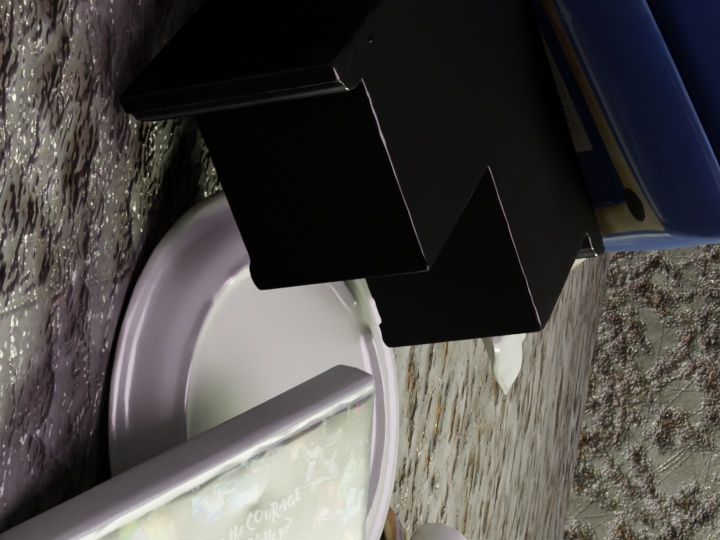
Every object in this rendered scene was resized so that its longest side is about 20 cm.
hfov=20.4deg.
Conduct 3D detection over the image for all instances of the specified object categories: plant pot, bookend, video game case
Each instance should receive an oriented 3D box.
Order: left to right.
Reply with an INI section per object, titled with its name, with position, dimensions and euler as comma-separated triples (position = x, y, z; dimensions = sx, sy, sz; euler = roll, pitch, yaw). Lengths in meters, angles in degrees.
[video game case]
position = -0.064, 0.149, 0.760
dimensions = 0.200, 0.023, 0.182
euler = -24, 124, -50
[bookend]
position = 0.013, -0.038, 0.831
dimensions = 0.200, 0.092, 0.199
euler = 69, 29, -27
[plant pot]
position = 0.161, -0.116, 0.944
dimensions = 0.200, 0.179, 0.200
euler = 65, -11, -5

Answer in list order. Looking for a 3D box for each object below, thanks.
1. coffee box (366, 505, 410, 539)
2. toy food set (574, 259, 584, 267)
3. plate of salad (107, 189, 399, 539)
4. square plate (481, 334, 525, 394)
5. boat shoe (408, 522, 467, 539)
[coffee box]
position = -0.025, 0.173, 0.998
dimensions = 0.200, 0.079, 0.115
euler = 67, 32, -69
[toy food set]
position = 0.070, -0.083, 1.075
dimensions = 0.143, 0.060, 0.201
euler = -29, 102, -62
[plate of salad]
position = -0.047, 0.064, 0.846
dimensions = 0.200, 0.048, 0.201
euler = 7, 82, -54
[square plate]
position = 0.058, -0.035, 1.159
dimensions = 0.200, 0.028, 0.199
euler = 63, 9, -78
[boat shoe]
position = 0.056, 0.176, 1.016
dimensions = 0.200, 0.071, 0.070
euler = 68, 32, -66
